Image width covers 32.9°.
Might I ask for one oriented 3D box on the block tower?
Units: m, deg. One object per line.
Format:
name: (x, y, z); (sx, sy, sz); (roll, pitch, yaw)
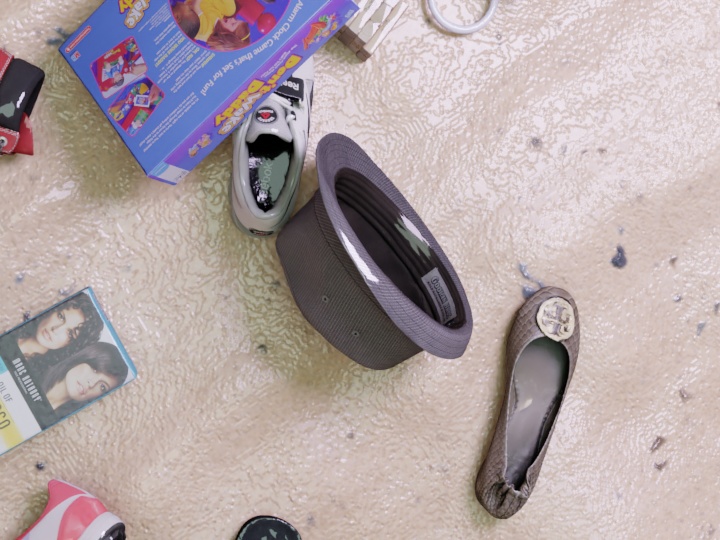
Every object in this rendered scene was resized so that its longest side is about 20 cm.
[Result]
block tower: (-0.052, -0.259, 0.987); (0.199, 0.054, 0.058); (39, 83, -9)

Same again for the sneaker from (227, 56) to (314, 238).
sneaker: (-0.069, -0.129, 0.969); (0.073, 0.088, 0.203); (-1, 89, -9)

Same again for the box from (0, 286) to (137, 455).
box: (-0.279, 0.096, 0.950); (0.199, 0.049, 0.083); (-30, 96, -9)

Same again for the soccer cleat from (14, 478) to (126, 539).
soccer cleat: (-0.268, 0.258, 0.953); (0.073, 0.068, 0.201); (37, 88, 15)

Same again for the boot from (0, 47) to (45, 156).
boot: (-0.334, -0.097, 0.930); (0.144, 0.072, 0.201); (35, 81, -10)

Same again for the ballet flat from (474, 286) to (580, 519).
ballet flat: (0.144, 0.112, 1.030); (0.067, 0.046, 0.202); (19, 87, -11)

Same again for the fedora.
fedora: (0.000, 0.000, 0.963); (0.090, 0.177, 0.200); (-36, 104, 21)

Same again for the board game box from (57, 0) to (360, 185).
board game box: (-0.117, -0.183, 0.925); (0.200, 0.045, 0.135); (-41, 74, 12)

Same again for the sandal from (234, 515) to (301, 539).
sandal: (-0.096, 0.300, 0.986); (0.074, 0.048, 0.203); (13, 88, -10)

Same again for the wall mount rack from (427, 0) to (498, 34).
wall mount rack: (0.075, -0.304, 0.997); (0.171, 0.075, 0.203); (8, 88, -13)
